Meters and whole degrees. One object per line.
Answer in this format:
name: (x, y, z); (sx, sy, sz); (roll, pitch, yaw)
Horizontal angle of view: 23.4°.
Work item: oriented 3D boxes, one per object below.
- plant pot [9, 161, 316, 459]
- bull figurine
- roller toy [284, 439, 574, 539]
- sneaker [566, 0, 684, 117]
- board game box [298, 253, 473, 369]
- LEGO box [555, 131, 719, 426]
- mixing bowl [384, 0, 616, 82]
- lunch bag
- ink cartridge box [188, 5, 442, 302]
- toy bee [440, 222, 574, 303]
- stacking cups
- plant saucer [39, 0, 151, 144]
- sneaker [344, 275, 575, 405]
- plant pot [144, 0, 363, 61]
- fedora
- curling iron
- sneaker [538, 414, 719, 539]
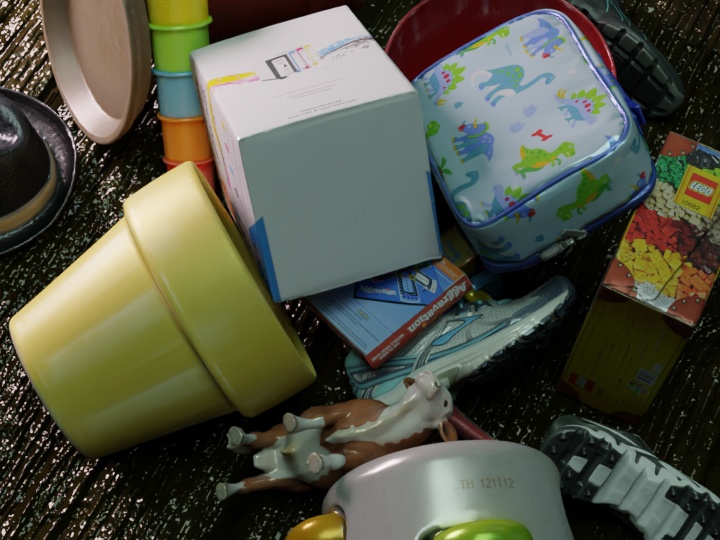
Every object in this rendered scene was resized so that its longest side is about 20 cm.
plant pot: (-0.163, 0.045, 1.363); (0.188, 0.201, 0.201); (-30, 65, -1)
bull figurine: (-0.021, 0.129, 1.312); (0.121, 0.200, 0.066); (-2, 71, -43)
roller toy: (0.063, 0.205, 1.276); (0.199, 0.182, 0.141); (-25, 60, 31)
sneaker: (0.223, -0.223, 1.578); (0.200, 0.075, 0.079); (44, 47, 8)
board game box: (0.000, 0.000, 1.413); (0.103, 0.019, 0.200); (-40, 37, -7)
LEGO box: (0.232, 0.011, 1.377); (0.077, 0.200, 0.149); (24, 63, 7)
mixing bowl: (0.117, -0.140, 1.510); (0.199, 0.109, 0.201); (0, 62, -1)
lunch bag: (0.131, -0.103, 1.339); (0.160, 0.083, 0.200); (-31, 43, 7)
ink cartridge box: (-0.039, -0.097, 1.393); (0.144, 0.148, 0.200); (-16, 30, -9)
toy bee: (0.086, -0.022, 1.445); (0.131, 0.109, 0.200); (33, 65, 18)
stacking cups: (-0.145, -0.153, 1.470); (0.060, 0.201, 0.061); (-5, 19, 2)
plant saucer: (-0.227, -0.209, 1.494); (0.029, 0.200, 0.201); (-13, 61, -28)
sneaker: (0.075, 0.050, 1.372); (0.199, 0.078, 0.087); (-31, 74, 3)
plant pot: (-0.125, -0.289, 1.549); (0.194, 0.201, 0.202); (-24, 64, -5)
fedora: (-0.345, -0.105, 1.485); (0.199, 0.092, 0.202); (1, 61, -1)
curling iron: (0.061, 0.121, 1.411); (0.050, 0.026, 0.200); (-38, 68, -23)
sneaker: (0.224, 0.171, 1.363); (0.199, 0.091, 0.067); (33, 104, -7)
